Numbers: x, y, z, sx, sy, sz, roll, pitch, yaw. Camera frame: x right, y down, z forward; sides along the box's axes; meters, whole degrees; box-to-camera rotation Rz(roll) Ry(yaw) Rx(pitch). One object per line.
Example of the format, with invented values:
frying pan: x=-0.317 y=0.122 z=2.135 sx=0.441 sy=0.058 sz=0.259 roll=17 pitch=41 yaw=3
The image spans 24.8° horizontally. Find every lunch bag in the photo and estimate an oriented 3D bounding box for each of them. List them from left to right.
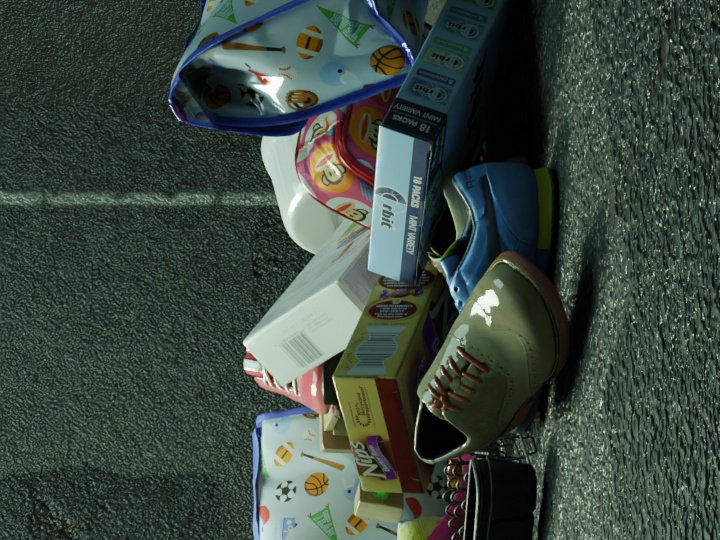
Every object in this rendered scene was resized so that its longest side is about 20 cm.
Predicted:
lunch bag: x=-0.049 y=-0.199 z=1.287 sx=0.124 sy=0.199 sz=0.170 roll=57 pitch=-153 yaw=-32
lunch bag: x=-0.012 y=0.231 z=1.713 sx=0.124 sy=0.199 sz=0.171 roll=99 pitch=169 yaw=-67
lunch bag: x=0.038 y=-0.121 z=1.400 sx=0.082 sy=0.176 sz=0.201 roll=-31 pitch=41 yaw=43

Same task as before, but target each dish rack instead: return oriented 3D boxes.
dish rack: x=0.093 y=0.155 z=1.252 sx=0.200 sy=0.054 sz=0.154 roll=-101 pitch=12 yaw=-56

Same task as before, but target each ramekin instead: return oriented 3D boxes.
ramekin: x=0.007 y=-0.095 z=1.618 sx=0.201 sy=0.200 sz=0.098 roll=96 pitch=166 yaw=-57

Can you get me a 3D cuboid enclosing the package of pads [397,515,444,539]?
package of pads: x=0.071 y=0.323 z=1.535 sx=0.200 sy=0.068 sz=0.155 roll=-126 pitch=35 yaw=-83

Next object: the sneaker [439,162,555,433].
sneaker: x=0.092 y=0.020 z=1.149 sx=0.066 sy=0.078 sz=0.201 roll=-104 pitch=13 yaw=-68

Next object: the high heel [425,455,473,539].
high heel: x=0.067 y=0.198 z=1.367 sx=0.200 sy=0.096 sz=0.068 roll=-95 pitch=6 yaw=-55

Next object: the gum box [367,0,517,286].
gum box: x=0.064 y=-0.117 z=1.251 sx=0.170 sy=0.044 sz=0.200 roll=95 pitch=-163 yaw=-54

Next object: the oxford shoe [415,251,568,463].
oxford shoe: x=0.080 y=0.066 z=1.054 sx=0.070 sy=0.075 sz=0.200 roll=42 pitch=150 yaw=23

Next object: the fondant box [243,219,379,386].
fondant box: x=0.000 y=0.000 z=1.452 sx=0.144 sy=0.058 sz=0.200 roll=-33 pitch=14 yaw=44

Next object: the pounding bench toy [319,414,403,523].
pounding bench toy: x=0.034 y=0.128 z=1.580 sx=0.156 sy=0.124 sz=0.201 roll=114 pitch=156 yaw=-63

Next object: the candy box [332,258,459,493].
candy box: x=0.042 y=0.065 z=1.292 sx=0.200 sy=0.056 sz=0.117 roll=-66 pitch=-30 yaw=-50

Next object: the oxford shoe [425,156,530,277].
oxford shoe: x=0.085 y=-0.014 z=1.250 sx=0.200 sy=0.074 sz=0.071 roll=93 pitch=173 yaw=-49

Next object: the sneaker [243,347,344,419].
sneaker: x=-0.065 y=0.097 z=1.543 sx=0.200 sy=0.086 sz=0.074 roll=-169 pitch=81 yaw=-79
